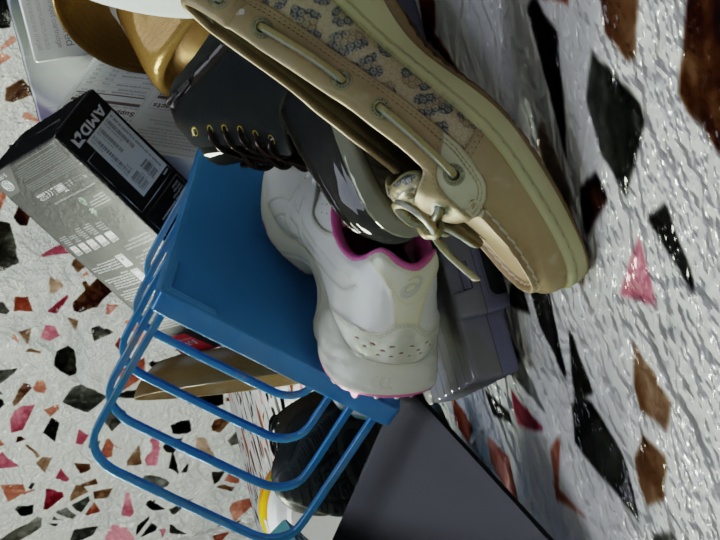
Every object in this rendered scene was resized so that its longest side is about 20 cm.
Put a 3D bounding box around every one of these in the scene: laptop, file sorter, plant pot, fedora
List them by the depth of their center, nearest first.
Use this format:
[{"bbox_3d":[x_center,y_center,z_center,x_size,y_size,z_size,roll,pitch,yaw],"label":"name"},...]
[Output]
[{"bbox_3d":[0.076,0.187,0.793,0.177,0.103,0.200,46,179,36],"label":"laptop"},{"bbox_3d":[-0.064,0.036,0.836,0.123,0.138,0.201,-57,14,26],"label":"file sorter"},{"bbox_3d":[-0.099,-0.169,0.925,0.201,0.198,0.083,94,156,-62],"label":"fedora"},{"bbox_3d":[-0.074,0.073,1.099,0.200,0.197,0.028,136,128,-79],"label":"plant pot"}]

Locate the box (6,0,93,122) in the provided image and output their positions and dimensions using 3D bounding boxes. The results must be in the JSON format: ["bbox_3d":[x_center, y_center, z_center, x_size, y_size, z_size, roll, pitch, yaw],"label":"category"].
[{"bbox_3d":[-0.175,-0.235,1.166,0.124,0.197,0.201,-80,-21,-67],"label":"box"}]

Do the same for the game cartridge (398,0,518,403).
[{"bbox_3d":[0.037,-0.033,0.786,0.130,0.038,0.203,136,120,-75],"label":"game cartridge"}]

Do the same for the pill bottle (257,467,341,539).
[{"bbox_3d":[-0.034,0.221,1.339,0.200,0.110,0.113,143,113,-80],"label":"pill bottle"}]

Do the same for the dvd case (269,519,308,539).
[{"bbox_3d":[0.033,0.232,0.790,0.200,0.022,0.146,46,180,-22],"label":"dvd case"}]

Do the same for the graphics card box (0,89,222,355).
[{"bbox_3d":[-0.154,-0.027,1.014,0.200,0.051,0.125,43,150,-20],"label":"graphics card box"}]

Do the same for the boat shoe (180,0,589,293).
[{"bbox_3d":[0.012,-0.059,0.597,0.200,0.063,0.073,47,170,-1],"label":"boat shoe"}]

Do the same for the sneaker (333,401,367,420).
[{"bbox_3d":[0.000,0.000,0.992,0.092,0.077,0.201,109,146,-44],"label":"sneaker"}]

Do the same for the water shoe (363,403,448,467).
[{"bbox_3d":[0.038,0.150,0.946,0.201,0.071,0.080,112,140,-59],"label":"water shoe"}]

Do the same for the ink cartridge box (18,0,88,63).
[{"bbox_3d":[-0.151,-0.242,1.043,0.085,0.197,0.147,-102,2,-62],"label":"ink cartridge box"}]

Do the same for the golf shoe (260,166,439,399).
[{"bbox_3d":[-0.001,-0.026,0.760,0.201,0.074,0.092,-117,30,-46],"label":"golf shoe"}]

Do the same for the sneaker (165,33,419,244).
[{"bbox_3d":[-0.029,-0.064,0.711,0.106,0.074,0.201,-46,43,25],"label":"sneaker"}]

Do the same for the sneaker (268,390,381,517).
[{"bbox_3d":[-0.029,0.125,1.021,0.200,0.090,0.077,-26,-74,-70],"label":"sneaker"}]

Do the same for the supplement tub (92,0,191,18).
[{"bbox_3d":[-0.106,-0.251,0.775,0.144,0.142,0.203,139,142,-79],"label":"supplement tub"}]

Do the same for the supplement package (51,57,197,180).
[{"bbox_3d":[-0.120,-0.060,1.100,0.112,0.154,0.201,-61,-32,-32],"label":"supplement package"}]
